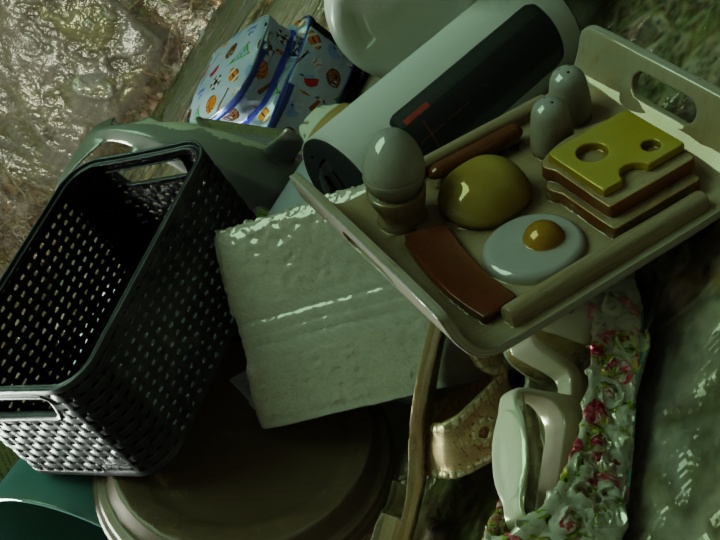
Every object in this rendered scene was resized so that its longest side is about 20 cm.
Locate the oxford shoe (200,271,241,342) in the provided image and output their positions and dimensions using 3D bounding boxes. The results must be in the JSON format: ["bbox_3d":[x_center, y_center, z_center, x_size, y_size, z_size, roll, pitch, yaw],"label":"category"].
[{"bbox_3d":[-0.102,0.029,0.837,0.199,0.084,0.073,-10,43,47],"label":"oxford shoe"}]

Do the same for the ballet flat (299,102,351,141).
[{"bbox_3d":[-0.030,-0.109,0.992,0.069,0.063,0.200,-42,-7,-13],"label":"ballet flat"}]

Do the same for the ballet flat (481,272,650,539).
[{"bbox_3d":[0.097,0.061,0.539,0.076,0.064,0.201,-42,26,43],"label":"ballet flat"}]

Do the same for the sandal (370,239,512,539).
[{"bbox_3d":[0.058,0.090,0.610,0.078,0.069,0.214,-51,-24,-72],"label":"sandal"}]

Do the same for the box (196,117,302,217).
[{"bbox_3d":[-0.117,-0.041,1.048,0.200,0.096,0.178,-119,37,-76],"label":"box"}]

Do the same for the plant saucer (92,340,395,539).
[{"bbox_3d":[-0.077,0.115,0.729,0.201,0.198,0.030,-82,-9,-47],"label":"plant saucer"}]

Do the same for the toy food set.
[{"bbox_3d":[0.082,-0.053,0.555,0.199,0.061,0.143,-29,42,-16],"label":"toy food set"}]

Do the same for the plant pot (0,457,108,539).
[{"bbox_3d":[-0.154,0.159,0.840,0.200,0.200,0.162,-34,24,51],"label":"plant pot"}]

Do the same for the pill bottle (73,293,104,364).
[{"bbox_3d":[-0.232,0.113,1.120,0.111,0.110,0.202,-144,61,-71],"label":"pill bottle"}]

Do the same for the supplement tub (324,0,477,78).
[{"bbox_3d":[0.043,-0.280,1.035,0.145,0.144,0.201,-47,23,32],"label":"supplement tub"}]

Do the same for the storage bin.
[{"bbox_3d":[-0.159,0.024,0.735,0.134,0.094,0.201,-6,48,34],"label":"storage bin"}]

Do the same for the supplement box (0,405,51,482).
[{"bbox_3d":[-0.311,0.240,0.984,0.134,0.199,0.201,-49,61,27],"label":"supplement box"}]

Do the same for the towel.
[{"bbox_3d":[0.008,0.013,0.677,0.199,0.134,0.034,-16,-2,26],"label":"towel"}]

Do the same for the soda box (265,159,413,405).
[{"bbox_3d":[0.000,0.000,0.788,0.068,0.063,0.200,-54,37,19],"label":"soda box"}]

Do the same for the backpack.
[{"bbox_3d":[-0.103,-0.177,1.262,0.200,0.153,0.192,-24,51,55],"label":"backpack"}]

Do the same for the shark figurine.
[{"bbox_3d":[-0.124,-0.068,0.854,0.128,0.212,0.090,137,146,-75],"label":"shark figurine"}]

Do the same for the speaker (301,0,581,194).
[{"bbox_3d":[0.056,-0.111,0.753,0.200,0.081,0.081,-41,13,-21],"label":"speaker"}]
